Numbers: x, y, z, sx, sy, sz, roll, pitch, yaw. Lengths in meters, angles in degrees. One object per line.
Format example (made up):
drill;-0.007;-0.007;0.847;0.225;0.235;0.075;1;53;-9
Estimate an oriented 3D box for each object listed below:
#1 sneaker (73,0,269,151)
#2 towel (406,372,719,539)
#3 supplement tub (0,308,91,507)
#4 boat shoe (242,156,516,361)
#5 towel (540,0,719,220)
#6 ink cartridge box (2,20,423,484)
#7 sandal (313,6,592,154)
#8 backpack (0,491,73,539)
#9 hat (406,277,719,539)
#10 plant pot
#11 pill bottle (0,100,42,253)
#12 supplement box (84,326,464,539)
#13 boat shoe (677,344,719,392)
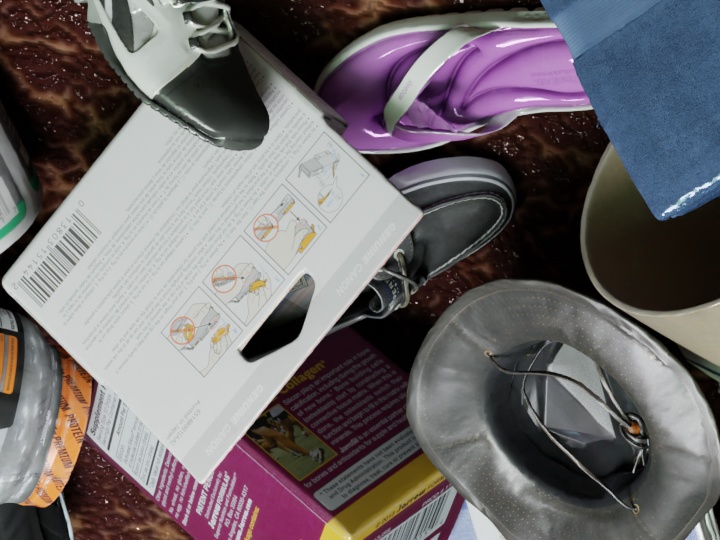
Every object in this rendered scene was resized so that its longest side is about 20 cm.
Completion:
sneaker;-0.104;-0.157;1.468;0.088;0.074;0.200;-42;81;28
towel;0.111;0.119;1.608;0.199;0.024;0.147;-7;110;35
supplement tub;-0.266;0.070;1.586;0.199;0.123;0.123;17;135;-22
boat shoe;0.000;0.000;1.551;0.199;0.066;0.070;-19;129;-1
towel;0.154;-0.133;1.379;0.111;0.048;0.201;-32;73;28
ink cartridge box;-0.078;-0.011;1.520;0.176;0.045;0.200;44;101;20
sandal;0.057;-0.102;1.505;0.202;0.050;0.083;-14;123;28
backpack;-0.285;0.135;1.735;0.150;0.177;0.201;27;135;37
hat;0.125;0.070;1.502;0.200;0.081;0.201;20;132;23
plant pot;0.250;-0.003;1.453;0.187;0.188;0.200;-24;131;33
pill bottle;-0.271;-0.101;1.577;0.113;0.113;0.200;-7;125;24
supplement box;-0.048;0.099;1.606;0.200;0.131;0.103;40;137;21
boat shoe;0.236;0.060;1.568;0.199;0.071;0.070;21;133;-5
